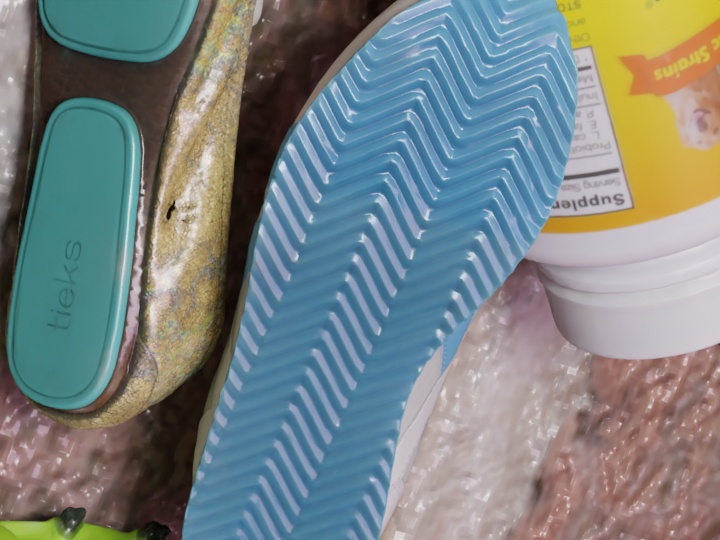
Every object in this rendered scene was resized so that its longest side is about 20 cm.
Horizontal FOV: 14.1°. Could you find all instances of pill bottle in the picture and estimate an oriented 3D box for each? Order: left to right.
[{"bbox_3d":[0.071,-0.078,0.857,0.109,0.109,0.200,-30,119,-24],"label":"pill bottle"}]

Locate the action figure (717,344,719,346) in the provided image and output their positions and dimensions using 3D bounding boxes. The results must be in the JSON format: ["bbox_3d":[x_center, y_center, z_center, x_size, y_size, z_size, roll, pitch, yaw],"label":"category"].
[{"bbox_3d":[0.179,0.017,0.971,0.119,0.102,0.200,20,66,-29],"label":"action figure"}]

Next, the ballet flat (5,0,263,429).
[{"bbox_3d":[-0.057,-0.055,0.812,0.071,0.071,0.200,2,102,-35],"label":"ballet flat"}]

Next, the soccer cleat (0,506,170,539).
[{"bbox_3d":[-0.102,0.110,0.832,0.200,0.068,0.081,17,112,-36],"label":"soccer cleat"}]

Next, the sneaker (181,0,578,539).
[{"bbox_3d":[0.000,0.000,0.827,0.076,0.081,0.200,22,111,-8],"label":"sneaker"}]
